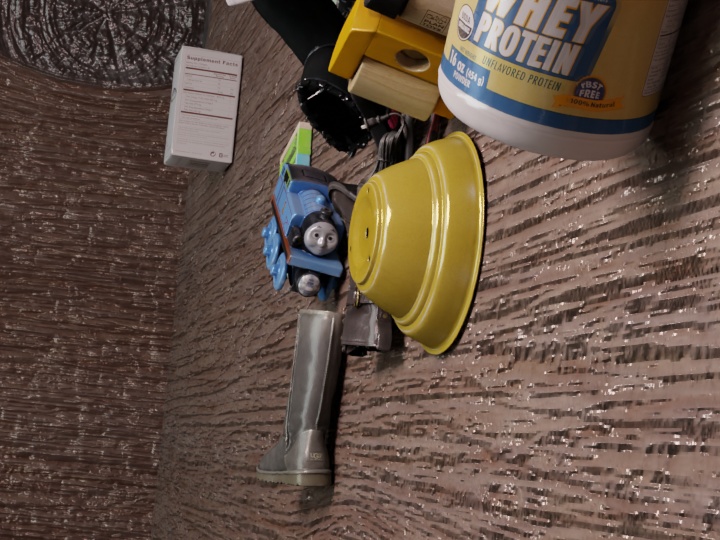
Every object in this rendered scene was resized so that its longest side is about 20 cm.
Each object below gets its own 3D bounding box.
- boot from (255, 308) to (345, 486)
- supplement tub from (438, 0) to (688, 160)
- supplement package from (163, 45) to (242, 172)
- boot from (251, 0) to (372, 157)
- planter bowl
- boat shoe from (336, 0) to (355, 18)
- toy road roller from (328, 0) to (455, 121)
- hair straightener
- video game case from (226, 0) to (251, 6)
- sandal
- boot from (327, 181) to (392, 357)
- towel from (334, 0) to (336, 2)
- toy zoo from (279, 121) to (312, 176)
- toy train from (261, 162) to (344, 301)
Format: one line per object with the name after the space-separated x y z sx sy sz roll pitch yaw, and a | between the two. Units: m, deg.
-0.069 0.147 1.963 0.181 0.072 0.203 -11 79 63 | boot
0.135 -0.186 1.046 0.145 0.143 0.202 -108 27 -62 | supplement tub
-0.288 -0.293 3.082 0.117 0.116 0.203 153 123 -76 | supplement package
-0.048 -0.226 1.827 0.073 0.198 0.163 -36 25 25 | boot
0.039 -0.030 1.513 0.200 0.082 0.203 -173 90 -74 | planter bowl
0.000 -0.323 1.897 0.200 0.060 0.075 173 104 -72 | boat shoe
0.063 -0.241 1.482 0.200 0.122 0.147 124 164 -60 | toy road roller
0.038 -0.129 1.618 0.041 0.076 0.203 -80 -2 -74 | hair straightener
-0.046 -0.350 1.813 0.201 0.180 0.024 -78 -28 -60 | video game case
0.027 -0.172 1.662 0.201 0.044 0.076 64 -151 -51 | sandal
0.000 0.000 1.734 0.200 0.068 0.177 -171 88 -76 | boot
-0.023 -0.314 2.108 0.201 0.023 0.154 -107 26 -61 | towel
-0.094 -0.086 2.312 0.131 0.020 0.203 127 148 -66 | toy zoo
-0.066 -0.046 2.031 0.200 0.086 0.115 -108 34 -63 | toy train
